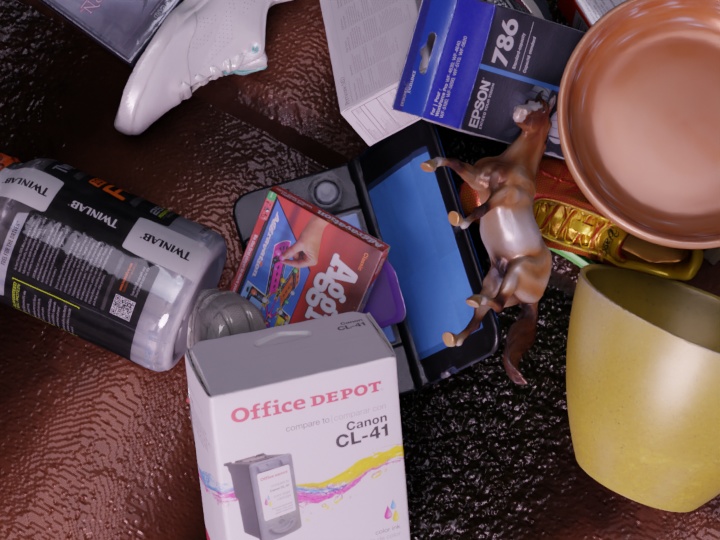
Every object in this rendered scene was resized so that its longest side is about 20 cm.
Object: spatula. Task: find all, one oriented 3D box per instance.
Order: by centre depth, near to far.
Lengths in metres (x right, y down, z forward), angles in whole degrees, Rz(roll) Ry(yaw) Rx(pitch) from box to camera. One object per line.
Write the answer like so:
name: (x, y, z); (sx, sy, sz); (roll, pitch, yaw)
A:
spatula: (-0.054, 0.038, 1.370); (0.200, 0.021, 0.057); (-18, 83, 23)

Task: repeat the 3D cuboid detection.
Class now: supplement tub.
supplement tub: (-0.217, -0.011, 1.370); (0.200, 0.123, 0.123); (24, 80, 5)

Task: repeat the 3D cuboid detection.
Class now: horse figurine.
horse figurine: (0.104, -0.021, 1.273); (0.050, 0.132, 0.200); (0, 105, 39)

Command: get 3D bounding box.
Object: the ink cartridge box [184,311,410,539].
ink cartridge box: (-0.044, 0.147, 1.292); (0.147, 0.086, 0.200); (-12, 118, -14)

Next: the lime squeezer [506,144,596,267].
lime squeezer: (0.141, -0.065, 1.400); (0.071, 0.038, 0.200); (-12, 108, 37)

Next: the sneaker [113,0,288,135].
sneaker: (-0.123, -0.182, 1.436); (0.088, 0.075, 0.200); (36, 79, -4)

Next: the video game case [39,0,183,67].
video game case: (-0.231, -0.287, 1.481); (0.200, 0.019, 0.143); (36, 81, 8)

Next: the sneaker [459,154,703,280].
sneaker: (0.176, -0.044, 1.355); (0.199, 0.077, 0.073); (11, 108, -2)

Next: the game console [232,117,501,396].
game console: (0.000, 0.000, 1.368); (0.170, 0.118, 0.200); (-16, 78, -4)

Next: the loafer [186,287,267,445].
loafer: (-0.099, 0.108, 1.346); (0.070, 0.070, 0.200); (-12, 116, -27)

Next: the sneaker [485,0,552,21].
sneaker: (0.139, -0.165, 1.408); (0.200, 0.081, 0.075); (47, 41, 7)

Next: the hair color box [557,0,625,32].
hair color box: (0.276, -0.239, 1.444); (0.200, 0.061, 0.102); (-29, 80, -4)

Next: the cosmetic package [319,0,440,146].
cosmetic package: (0.017, -0.197, 1.386); (0.082, 0.051, 0.200); (-25, 46, 17)

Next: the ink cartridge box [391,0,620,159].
ink cartridge box: (0.126, -0.143, 1.313); (0.200, 0.039, 0.100); (11, 98, -29)

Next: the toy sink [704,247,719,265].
toy sink: (0.313, -0.122, 1.385); (0.112, 0.130, 0.200); (41, 83, 8)

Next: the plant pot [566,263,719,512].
plant pot: (0.237, 0.099, 1.325); (0.200, 0.200, 0.142); (21, 105, 5)

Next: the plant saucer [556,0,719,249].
plant saucer: (0.244, -0.112, 1.295); (0.200, 0.037, 0.201); (1, 80, -3)

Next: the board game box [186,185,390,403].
board game box: (-0.059, 0.044, 1.350); (0.103, 0.019, 0.200); (28, 115, 11)
